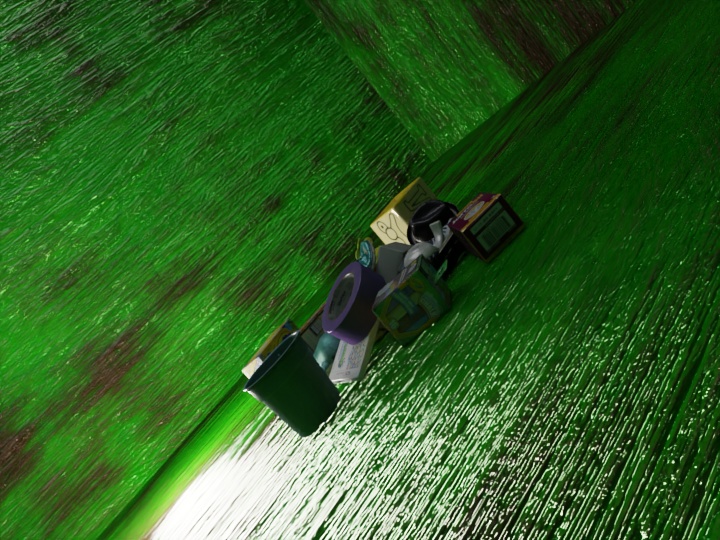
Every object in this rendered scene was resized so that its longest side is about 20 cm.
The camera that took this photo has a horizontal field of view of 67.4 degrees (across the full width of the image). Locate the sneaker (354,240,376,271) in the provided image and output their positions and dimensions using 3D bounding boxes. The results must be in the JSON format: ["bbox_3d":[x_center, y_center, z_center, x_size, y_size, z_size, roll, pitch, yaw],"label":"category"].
[{"bbox_3d":[0.000,0.000,1.616,0.078,0.077,0.207,135,147,-62],"label":"sneaker"}]

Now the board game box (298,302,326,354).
[{"bbox_3d":[-0.131,0.230,1.731,0.200,0.152,0.046,-45,8,-13],"label":"board game box"}]

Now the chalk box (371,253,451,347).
[{"bbox_3d":[0.141,0.057,1.293,0.199,0.124,0.125,-40,7,21],"label":"chalk box"}]

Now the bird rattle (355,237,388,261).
[{"bbox_3d":[0.044,-0.006,1.765,0.160,0.111,0.206,-25,-46,-40],"label":"bird rattle"}]

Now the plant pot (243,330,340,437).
[{"bbox_3d":[-0.162,0.297,1.369,0.199,0.197,0.201,-42,8,8],"label":"plant pot"}]

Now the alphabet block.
[{"bbox_3d":[0.187,-0.179,1.985,0.197,0.201,0.194,-48,9,-33],"label":"alphabet block"}]

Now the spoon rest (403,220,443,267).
[{"bbox_3d":[0.184,-0.063,1.496,0.098,0.062,0.201,-21,20,42],"label":"spoon rest"}]

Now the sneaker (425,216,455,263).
[{"bbox_3d":[0.243,-0.089,1.634,0.106,0.071,0.202,-24,20,30],"label":"sneaker"}]

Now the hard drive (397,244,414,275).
[{"bbox_3d":[0.137,0.020,1.566,0.201,0.041,0.140,-54,-26,-62],"label":"hard drive"}]

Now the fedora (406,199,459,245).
[{"bbox_3d":[0.230,-0.168,1.780,0.194,0.092,0.207,-16,52,20],"label":"fedora"}]

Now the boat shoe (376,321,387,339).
[{"bbox_3d":[0.036,0.165,1.503,0.200,0.073,0.070,-48,5,48],"label":"boat shoe"}]

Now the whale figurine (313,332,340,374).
[{"bbox_3d":[-0.108,0.260,1.625,0.199,0.104,0.160,-42,8,17],"label":"whale figurine"}]

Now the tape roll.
[{"bbox_3d":[-0.020,0.088,1.445,0.201,0.083,0.204,-51,24,32],"label":"tape roll"}]

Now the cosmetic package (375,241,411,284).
[{"bbox_3d":[0.112,-0.024,1.689,0.199,0.082,0.112,-27,-51,-71],"label":"cosmetic package"}]

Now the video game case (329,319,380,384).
[{"bbox_3d":[-0.014,0.199,1.449,0.181,0.023,0.206,-27,41,59],"label":"video game case"}]

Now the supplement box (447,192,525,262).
[{"bbox_3d":[0.309,-0.113,1.349,0.131,0.103,0.200,-44,7,5],"label":"supplement box"}]

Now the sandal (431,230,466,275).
[{"bbox_3d":[0.261,-0.075,1.485,0.201,0.080,0.057,-46,12,-2],"label":"sandal"}]

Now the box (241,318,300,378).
[{"bbox_3d":[-0.248,0.311,1.775,0.121,0.193,0.201,-36,11,39],"label":"box"}]
